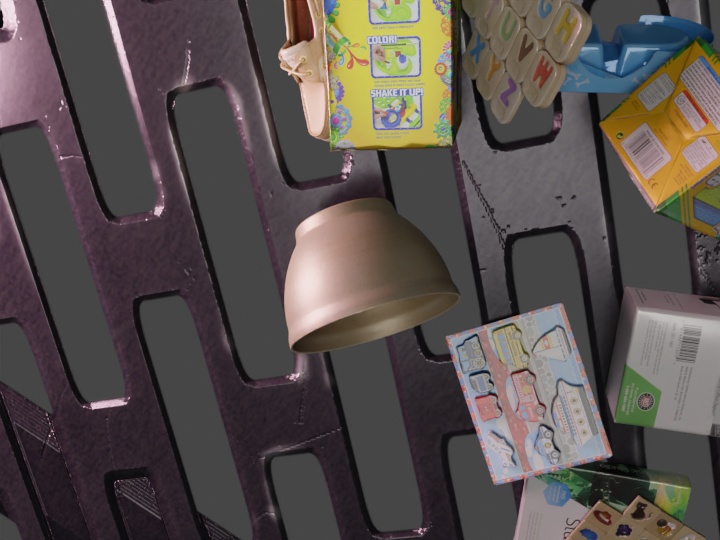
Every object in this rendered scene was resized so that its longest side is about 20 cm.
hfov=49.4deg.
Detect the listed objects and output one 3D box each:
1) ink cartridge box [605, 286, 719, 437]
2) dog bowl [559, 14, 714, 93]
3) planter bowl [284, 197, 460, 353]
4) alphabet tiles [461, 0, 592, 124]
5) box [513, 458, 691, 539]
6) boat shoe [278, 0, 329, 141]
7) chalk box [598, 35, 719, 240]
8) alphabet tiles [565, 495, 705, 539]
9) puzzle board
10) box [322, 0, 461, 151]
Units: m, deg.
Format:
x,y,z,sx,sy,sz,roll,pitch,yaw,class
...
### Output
x,y,z,sx,sy,sz,roll,pitch,yaw,class
0.400,0.108,0.901,0.200,0.084,0.146,8,108,7,ink cartridge box
0.257,-0.225,0.816,0.200,0.112,0.050,4,126,8,dog bowl
0.000,0.000,0.897,0.200,0.200,0.135,-20,75,15,planter bowl
0.157,-0.257,0.780,0.015,0.200,0.196,0,137,-25,alphabet tiles
0.306,0.315,1.006,0.200,0.036,0.145,7,108,7,box
-0.058,-0.243,0.870,0.074,0.069,0.200,9,106,52,boat shoe
0.363,-0.119,0.786,0.124,0.200,0.125,-44,52,33,chalk box
0.336,0.383,1.002,0.166,0.006,0.200,32,110,0,alphabet tiles
0.206,0.155,0.967,0.150,0.017,0.200,-18,93,15,puzzle board
0.039,-0.233,0.799,0.122,0.200,0.193,0,108,10,box
